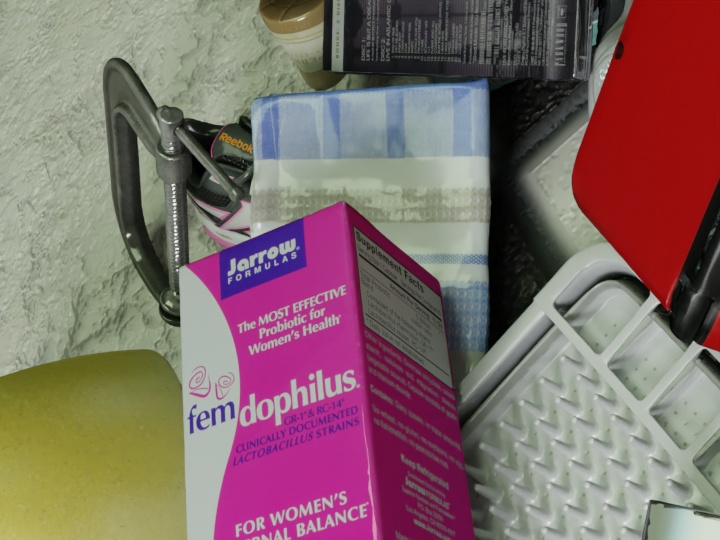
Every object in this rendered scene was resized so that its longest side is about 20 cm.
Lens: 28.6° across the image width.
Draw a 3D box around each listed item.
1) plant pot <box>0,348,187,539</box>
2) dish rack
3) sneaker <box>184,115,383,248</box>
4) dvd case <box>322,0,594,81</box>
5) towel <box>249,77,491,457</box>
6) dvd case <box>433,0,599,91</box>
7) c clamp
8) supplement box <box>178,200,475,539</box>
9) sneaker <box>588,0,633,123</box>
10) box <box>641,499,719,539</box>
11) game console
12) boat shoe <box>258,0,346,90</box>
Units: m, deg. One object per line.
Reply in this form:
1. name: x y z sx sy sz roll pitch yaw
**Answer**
1. plant pot: -0.189 0.141 0.779 0.199 0.140 0.203 -17 71 60
2. dish rack: 0.103 0.104 0.653 0.200 0.043 0.172 -48 46 11
3. sneaker: -0.050 -0.048 0.835 0.199 0.086 0.081 6 59 44
4. dvd case: 0.046 -0.176 0.735 0.199 0.016 0.151 11 102 50
5. towel: 0.000 0.000 0.758 0.145 0.024 0.203 1 86 26
6. dvd case: 0.102 -0.208 0.843 0.145 0.022 0.202 -20 55 34
7. c clamp: -0.125 -0.038 0.872 0.027 0.201 0.171 -22 58 -23
8. supplement box: -0.015 0.087 0.658 0.100 0.103 0.202 -21 56 23
9. sneaker: 0.145 -0.142 0.703 0.114 0.074 0.202 -101 12 -63
10. box: 0.146 0.198 0.536 0.109 0.035 0.203 9 82 33
11. game console: 0.194 -0.071 0.588 0.119 0.170 0.202 -67 -5 -61
12. boat shoe: -0.005 -0.197 0.899 0.071 0.065 0.201 -3 45 27
